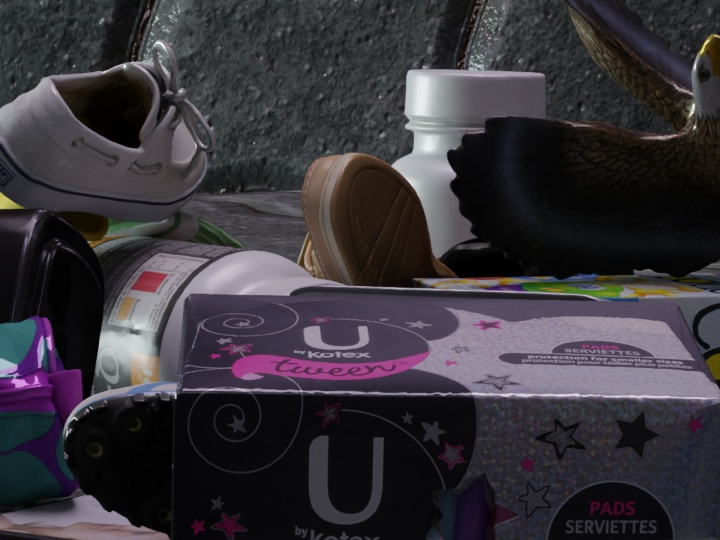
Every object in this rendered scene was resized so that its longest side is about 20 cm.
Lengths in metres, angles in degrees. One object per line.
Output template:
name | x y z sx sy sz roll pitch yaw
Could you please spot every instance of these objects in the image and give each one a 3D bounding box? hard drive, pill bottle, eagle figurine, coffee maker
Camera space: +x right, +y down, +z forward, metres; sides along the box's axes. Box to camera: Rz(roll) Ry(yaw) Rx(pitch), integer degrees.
hard drive | 0.056 0.025 1.252 0.131 0.026 0.200 2 -2 13
pill bottle | 0.071 -0.026 1.840 0.114 0.201 0.114 1 5 0
pill bottle | -0.080 0.044 1.501 0.116 0.117 0.200 -3 6 -38
eagle figurine | 0.162 -0.070 1.465 0.199 0.152 0.152 11 20 18
coffee maker | -0.236 0.012 1.417 0.199 0.193 0.135 2 6 13

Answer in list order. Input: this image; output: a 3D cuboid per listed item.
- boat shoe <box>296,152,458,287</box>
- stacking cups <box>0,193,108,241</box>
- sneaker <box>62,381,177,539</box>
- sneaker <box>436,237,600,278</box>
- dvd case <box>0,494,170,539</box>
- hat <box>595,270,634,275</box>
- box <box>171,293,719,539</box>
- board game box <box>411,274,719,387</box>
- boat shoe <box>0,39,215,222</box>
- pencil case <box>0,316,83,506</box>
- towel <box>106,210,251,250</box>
boat shoe | 0.000 0.000 1.525 0.069 0.074 0.200 12 -25 26
stacking cups | -0.219 0.020 1.543 0.200 0.061 0.060 -42 -15 24
sneaker | -0.030 0.069 1.215 0.199 0.072 0.073 -1 23 -18
sneaker | 0.130 0.034 1.630 0.199 0.077 0.111 21 -5 29
dvd case | -0.057 0.118 1.249 0.199 0.018 0.142 5 6 31
hat | 0.065 0.044 1.928 0.199 0.166 0.176 -1 38 28
box | 0.029 0.078 1.081 0.199 0.115 0.132 0 15 -2
board game box | 0.133 0.057 1.480 0.199 0.104 0.105 0 6 -14
boat shoe | -0.120 -0.080 1.506 0.086 0.075 0.202 -41 -17 20
pencil case | -0.226 0.071 1.280 0.199 0.086 0.092 -7 -15 -14
towel | -0.115 0.018 1.675 0.152 0.024 0.200 -14 -30 27
